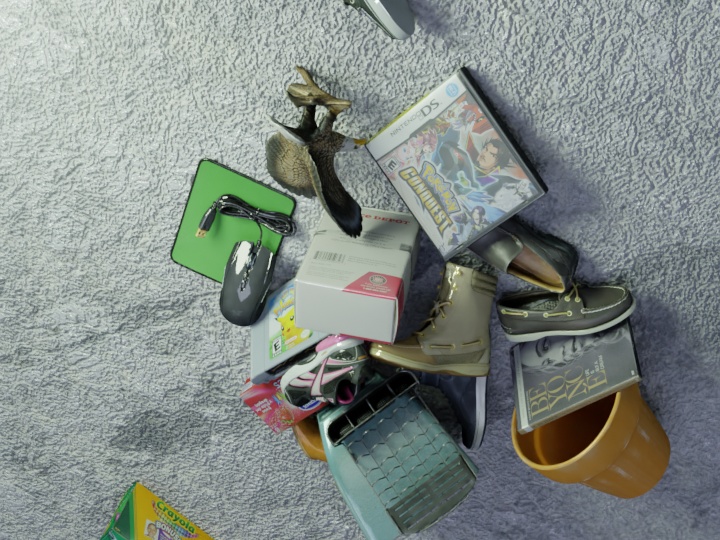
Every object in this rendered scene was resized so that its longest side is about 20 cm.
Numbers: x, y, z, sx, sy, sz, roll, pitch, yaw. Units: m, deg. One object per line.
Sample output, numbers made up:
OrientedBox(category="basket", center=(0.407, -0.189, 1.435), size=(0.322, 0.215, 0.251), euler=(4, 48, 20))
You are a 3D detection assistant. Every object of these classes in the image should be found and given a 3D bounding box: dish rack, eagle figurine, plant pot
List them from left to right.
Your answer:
OrientedBox(category="eagle figurine", center=(-0.057, -0.150, 1.470), size=(0.148, 0.153, 0.203), euler=(9, 121, 0))
OrientedBox(category="plant pot", center=(0.035, 0.268, 1.655), size=(0.195, 0.196, 0.201), euler=(-36, 92, -3))
OrientedBox(category="dish rack", center=(0.063, 0.262, 1.532), size=(0.152, 0.055, 0.201), euler=(-35, 76, -2))
OrientedBox(category="plant pot", center=(0.354, 0.238, 1.589), size=(0.182, 0.202, 0.199), euler=(36, 125, -28))

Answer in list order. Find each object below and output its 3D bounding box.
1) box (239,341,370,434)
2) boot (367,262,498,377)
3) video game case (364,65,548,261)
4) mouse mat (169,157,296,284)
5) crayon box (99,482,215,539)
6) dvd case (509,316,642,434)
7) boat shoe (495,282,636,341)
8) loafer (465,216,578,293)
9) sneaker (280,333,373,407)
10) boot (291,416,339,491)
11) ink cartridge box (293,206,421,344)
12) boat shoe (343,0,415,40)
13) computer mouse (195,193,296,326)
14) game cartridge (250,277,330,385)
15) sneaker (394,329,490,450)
OrientedBox(category="box", center=(-0.082, 0.155, 1.691), size=(0.199, 0.100, 0.096), euler=(-34, 109, 29))
OrientedBox(category="boot", center=(0.107, 0.066, 1.537), size=(0.197, 0.073, 0.159), euler=(8, 90, -25))
OrientedBox(category="video game case", center=(0.127, -0.141, 1.469), size=(0.180, 0.025, 0.201), euler=(-34, 93, 29))
OrientedBox(category="mouse mat", center=(-0.196, -0.061, 1.643), size=(0.159, 0.008, 0.202), euler=(24, 124, -1))
OrientedBox(category="crayon box", center=(-0.363, 0.495, 1.964), size=(0.199, 0.119, 0.058), euler=(40, 123, -12))
OrientedBox(category="dvd case", center=(0.303, 0.134, 1.552), size=(0.198, 0.150, 0.016), euler=(-31, 129, 29))
OrientedBox(category="boat shoe", center=(0.291, 0.052, 1.548), size=(0.198, 0.072, 0.061), euler=(-14, 121, 25))
OrientedBox(category="loafer", center=(0.211, -0.030, 1.517), size=(0.197, 0.073, 0.074), euler=(19, 126, 3))
OrientedBox(category="sneaker", center=(-0.047, 0.159, 1.538), size=(0.087, 0.079, 0.200), euler=(63, 145, 16))
OrientedBox(category="boot", center=(-0.012, 0.277, 1.776), size=(0.142, 0.071, 0.202), euler=(-27, 115, 20))
OrientedBox(category="ink cartridge box", center=(0.000, 0.000, 1.514), size=(0.144, 0.201, 0.084), euler=(9, 126, 9))
OrientedBox(category="boat shoe", center=(-0.007, -0.370, 1.371), size=(0.056, 0.069, 0.201), euler=(-31, 104, 37))
OrientedBox(category="computer mouse", center=(-0.192, -0.012, 1.622), size=(0.138, 0.046, 0.202), euler=(24, 113, -1))
OrientedBox(category="game cartridge", center=(-0.094, 0.076, 1.626), size=(0.199, 0.135, 0.040), euler=(-31, 134, 32))
OrientedBox(category="sneaker", center=(0.124, 0.181, 1.659), size=(0.143, 0.077, 0.206), euler=(0, 112, 1))
